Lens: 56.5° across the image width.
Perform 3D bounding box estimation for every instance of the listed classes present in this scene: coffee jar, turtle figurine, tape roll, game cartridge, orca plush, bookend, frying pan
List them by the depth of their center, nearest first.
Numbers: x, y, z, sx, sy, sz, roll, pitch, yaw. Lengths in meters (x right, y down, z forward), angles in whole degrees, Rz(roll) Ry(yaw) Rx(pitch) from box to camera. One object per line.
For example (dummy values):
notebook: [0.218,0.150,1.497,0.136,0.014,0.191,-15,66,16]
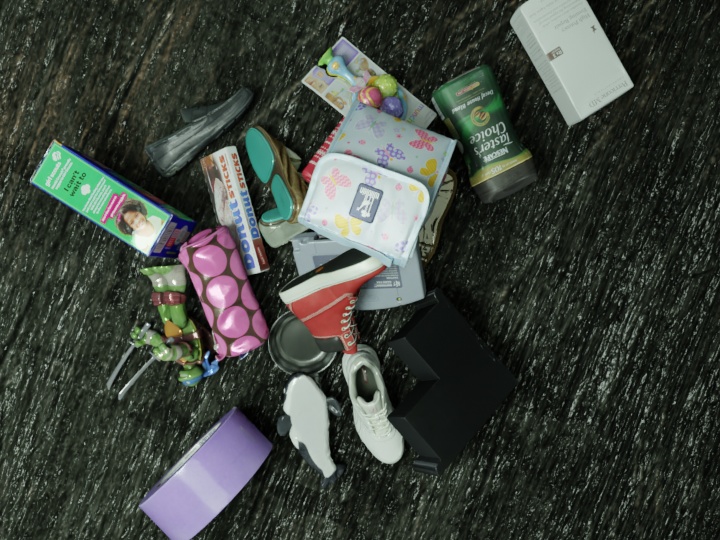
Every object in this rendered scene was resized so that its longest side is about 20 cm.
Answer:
tape roll: [-0.234,0.311,1.025,0.200,0.200,0.085,-45,92,2]
bookend: [0.104,0.171,1.039,0.200,0.092,0.199,-44,95,-22]
turtle figurine: [-0.323,0.093,1.042,0.198,0.144,0.196,-7,91,-4]
game cartridge: [0.000,0.000,1.050,0.198,0.041,0.134,-2,119,16]
coffee jar: [0.197,-0.212,1.059,0.104,0.085,0.201,-26,93,1]
orca plush: [-0.078,0.247,1.095,0.105,0.071,0.201,-35,111,-9]
frying pan: [-0.071,0.145,1.102,0.115,0.031,0.191,-37,103,3]

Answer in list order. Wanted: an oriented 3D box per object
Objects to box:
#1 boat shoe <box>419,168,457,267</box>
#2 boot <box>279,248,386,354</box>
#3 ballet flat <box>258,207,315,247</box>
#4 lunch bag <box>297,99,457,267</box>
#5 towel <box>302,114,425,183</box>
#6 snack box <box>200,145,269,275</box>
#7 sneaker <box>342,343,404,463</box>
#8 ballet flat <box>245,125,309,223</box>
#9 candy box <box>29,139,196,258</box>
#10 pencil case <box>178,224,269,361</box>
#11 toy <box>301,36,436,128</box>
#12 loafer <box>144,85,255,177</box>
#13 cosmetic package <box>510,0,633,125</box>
boat shoe: [0.098,-0.072,1.075,0.074,0.066,0.201,28,101,1]
boot: [-0.013,0.052,1.014,0.199,0.072,0.145,-25,105,36]
ballet flat: [-0.065,-0.093,1.081,0.198,0.068,0.064,-22,122,-4]
lunch bag: [0.025,-0.117,0.942,0.168,0.127,0.201,24,63,6]
towel: [0.016,-0.179,1.055,0.144,0.022,0.201,35,67,-2]
snack box: [-0.201,-0.091,1.073,0.071,0.024,0.202,-13,94,41]
sneaker: [0.018,0.223,1.073,0.077,0.099,0.202,-21,93,1]
ballet flat: [-0.116,-0.151,1.053,0.072,0.201,0.068,-4,137,-36]
candy box: [-0.365,-0.101,1.017,0.199,0.169,0.077,31,89,-2]
pencil case: [-0.214,0.035,1.039,0.093,0.091,0.202,-22,102,-13]
toy: [0.020,-0.280,1.053,0.199,0.047,0.115,37,68,1]
loafer: [-0.255,-0.230,1.061,0.200,0.068,0.071,-38,102,5]
cosmetic package: [0.332,-0.344,1.061,0.101,0.074,0.201,-32,92,2]
